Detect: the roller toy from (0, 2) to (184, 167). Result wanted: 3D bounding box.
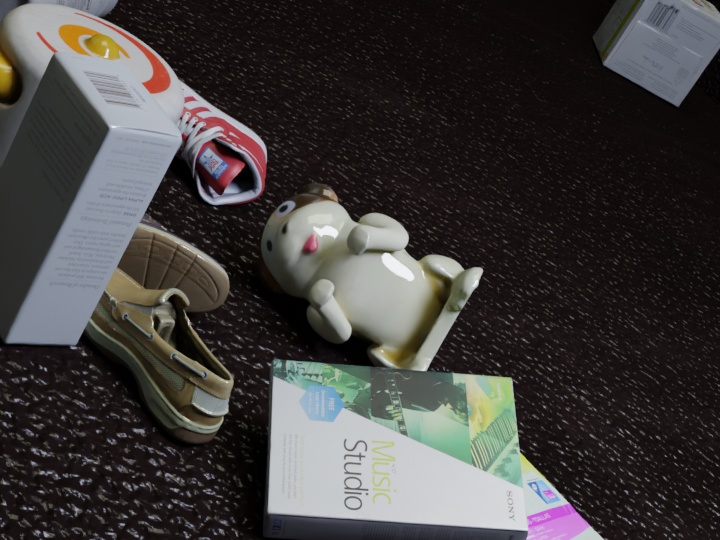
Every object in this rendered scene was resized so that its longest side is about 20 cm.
[{"bbox_3d":[-0.263,-0.155,1.268,0.198,0.141,0.183,31,23,-1],"label":"roller toy"}]

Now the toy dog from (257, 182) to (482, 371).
[{"bbox_3d":[0.000,0.000,1.303,0.198,0.141,0.194,32,11,-1],"label":"toy dog"}]

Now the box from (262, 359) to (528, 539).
[{"bbox_3d":[0.025,0.140,1.056,0.197,0.037,0.146,5,47,-8],"label":"box"}]

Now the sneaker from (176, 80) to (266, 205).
[{"bbox_3d":[-0.181,-0.137,1.419,0.198,0.072,0.113,26,21,-19],"label":"sneaker"}]

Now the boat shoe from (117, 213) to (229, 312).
[{"bbox_3d":[-0.203,-0.027,1.185,0.197,0.072,0.065,20,32,-12],"label":"boat shoe"}]

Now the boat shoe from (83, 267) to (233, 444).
[{"bbox_3d":[-0.162,0.043,1.092,0.200,0.077,0.071,44,27,26],"label":"boat shoe"}]

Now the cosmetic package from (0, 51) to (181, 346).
[{"bbox_3d":[-0.223,-0.051,1.043,0.073,0.201,0.102,4,36,-46],"label":"cosmetic package"}]

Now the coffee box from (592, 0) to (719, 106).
[{"bbox_3d":[0.643,-0.509,2.963,0.198,0.201,0.198,27,24,-11],"label":"coffee box"}]

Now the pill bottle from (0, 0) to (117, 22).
[{"bbox_3d":[-0.344,-0.308,1.491,0.114,0.115,0.200,35,24,8],"label":"pill bottle"}]

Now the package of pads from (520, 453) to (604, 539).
[{"bbox_3d":[0.089,0.190,1.130,0.200,0.069,0.154,45,26,28],"label":"package of pads"}]
